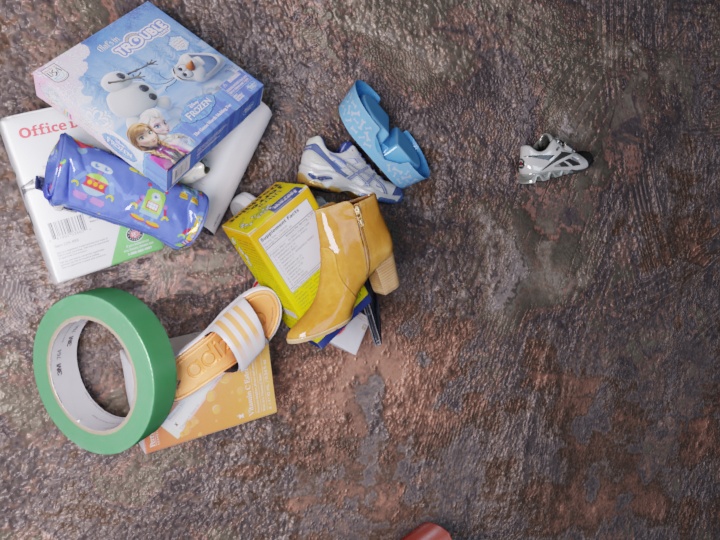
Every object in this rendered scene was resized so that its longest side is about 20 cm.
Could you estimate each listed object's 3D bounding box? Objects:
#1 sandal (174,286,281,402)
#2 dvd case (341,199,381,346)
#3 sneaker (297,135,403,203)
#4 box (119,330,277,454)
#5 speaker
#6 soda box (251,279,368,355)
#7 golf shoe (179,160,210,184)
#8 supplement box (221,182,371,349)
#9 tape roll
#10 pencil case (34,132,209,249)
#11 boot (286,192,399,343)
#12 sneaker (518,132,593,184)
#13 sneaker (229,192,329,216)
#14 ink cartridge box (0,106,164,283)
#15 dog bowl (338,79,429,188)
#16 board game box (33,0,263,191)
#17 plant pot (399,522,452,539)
[{"bbox_3d":[-0.181,0.110,0.825,0.206,0.059,0.080,-41,114,-13],"label":"sandal"},{"bbox_3d":[0.000,0.000,1.004,0.016,0.149,0.205,-14,109,6],"label":"dvd case"},{"bbox_3d":[-0.006,-0.164,1.021,0.195,0.075,0.091,10,89,-32],"label":"sneaker"},{"bbox_3d":[-0.233,0.162,0.901,0.195,0.097,0.129,-12,101,-29],"label":"box"},{"bbox_3d":[-0.203,-0.160,0.897,0.080,0.081,0.205,29,80,-30],"label":"speaker"},{"bbox_3d":[-0.080,0.063,1.005,0.198,0.063,0.070,32,79,-30],"label":"soda box"},{"bbox_3d":[-0.231,-0.208,0.844,0.078,0.094,0.207,42,48,-69],"label":"golf shoe"},{"bbox_3d":[-0.089,-0.009,0.886,0.108,0.109,0.203,-40,118,-20],"label":"supplement box"},{"bbox_3d":[-0.328,0.127,0.790,0.048,0.194,0.207,-25,111,-66],"label":"tape roll"},{"bbox_3d":[-0.286,-0.090,0.757,0.196,0.077,0.090,21,77,-34],"label":"pencil case"},{"bbox_3d":[-0.039,-0.009,0.820,0.199,0.070,0.147,-31,108,-29],"label":"boot"},{"bbox_3d":[0.403,-0.238,1.263,0.196,0.073,0.091,-17,105,-29],"label":"sneaker"},{"bbox_3d":[-0.107,-0.081,0.977,0.199,0.073,0.117,42,65,-30],"label":"sneaker"},{"bbox_3d":[-0.359,-0.106,0.804,0.143,0.083,0.206,-20,105,-29],"label":"ink cartridge box"},{"bbox_3d":[0.038,-0.220,1.029,0.200,0.049,0.113,45,28,-28],"label":"dog bowl"},{"bbox_3d":[-0.256,-0.226,0.775,0.197,0.044,0.202,34,54,2],"label":"board game box"},{"bbox_3d":[0.092,0.570,1.097,0.192,0.198,0.207,-25,107,-35],"label":"plant pot"}]
